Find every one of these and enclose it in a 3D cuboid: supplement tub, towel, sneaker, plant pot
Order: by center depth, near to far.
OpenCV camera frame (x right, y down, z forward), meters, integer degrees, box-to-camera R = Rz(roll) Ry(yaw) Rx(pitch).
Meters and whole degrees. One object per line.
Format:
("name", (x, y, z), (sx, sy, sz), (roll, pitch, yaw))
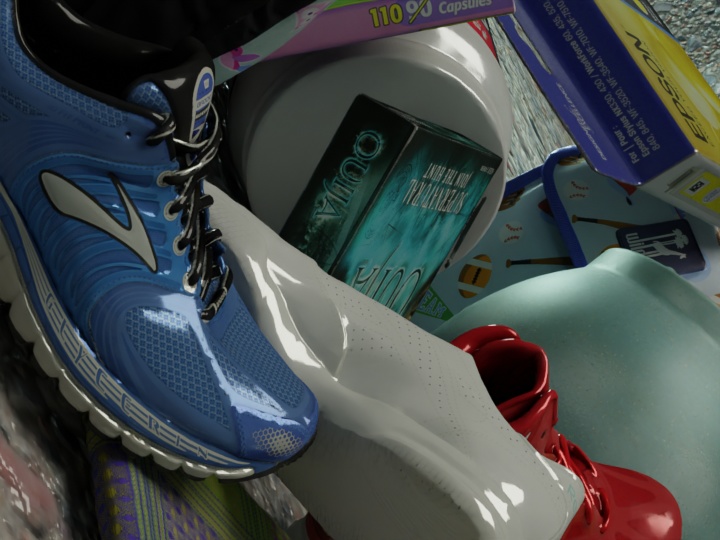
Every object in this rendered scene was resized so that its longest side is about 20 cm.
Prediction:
("sneaker", (-0.071, -0.020, 0.618), (0.200, 0.089, 0.079), (52, 15, -19))
("towel", (-0.042, 0.130, 0.625), (0.144, 0.023, 0.200), (53, 15, -41))
("sneaker", (-0.007, 0.033, 0.711), (0.200, 0.075, 0.088), (44, 39, 18))
("sneaker", (0.075, 0.083, 0.803), (0.199, 0.116, 0.078), (-3, 45, -41))
("plant pot", (0.124, 0.076, 1.004), (0.200, 0.134, 0.200), (42, -11, 10))
("supplement tub", (0.002, -0.093, 1.026), (0.141, 0.140, 0.200), (57, 12, -27))

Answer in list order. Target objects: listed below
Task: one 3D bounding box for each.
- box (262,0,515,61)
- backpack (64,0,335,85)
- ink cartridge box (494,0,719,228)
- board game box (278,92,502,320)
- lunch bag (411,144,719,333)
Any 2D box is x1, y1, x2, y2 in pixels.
("box", (-0.029, -0.183, 0.951), (0.200, 0.175, 0.097), (-97, 175, -62))
("backpack", (-0.065, -0.141, 0.680), (0.167, 0.199, 0.127), (58, 12, -23))
("ink cartridge box", (0.136, -0.117, 1.097), (0.200, 0.047, 0.198), (21, 35, -58))
("board game box", (0.000, 0.000, 0.839), (0.028, 0.136, 0.200), (31, 7, 12))
("lunch bag", (0.129, 0.028, 1.174), (0.124, 0.199, 0.170), (43, 23, -60))
